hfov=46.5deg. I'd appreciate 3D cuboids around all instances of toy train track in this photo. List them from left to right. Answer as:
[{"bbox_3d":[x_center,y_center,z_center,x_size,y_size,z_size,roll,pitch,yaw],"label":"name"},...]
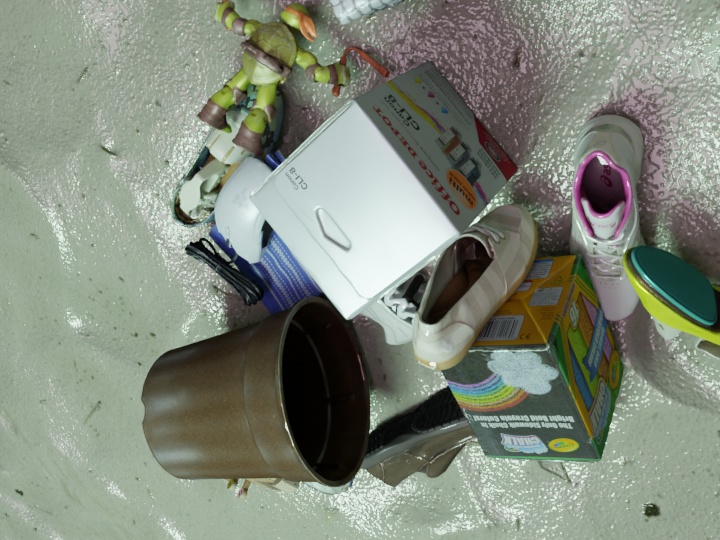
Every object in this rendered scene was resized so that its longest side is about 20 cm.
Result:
[{"bbox_3d":[-0.136,0.268,1.052,0.114,0.033,0.200,33,155,-23],"label":"toy train track"}]

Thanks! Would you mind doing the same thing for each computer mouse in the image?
[{"bbox_3d":[-0.134,-0.042,0.895,0.110,0.044,0.200,44,143,13],"label":"computer mouse"}]

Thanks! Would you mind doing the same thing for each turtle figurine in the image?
[{"bbox_3d":[-0.085,-0.198,0.833,0.199,0.064,0.162,32,102,5],"label":"turtle figurine"}]

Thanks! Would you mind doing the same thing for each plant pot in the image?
[{"bbox_3d":[-0.120,0.145,0.925,0.197,0.200,0.201,-12,107,24],"label":"plant pot"}]

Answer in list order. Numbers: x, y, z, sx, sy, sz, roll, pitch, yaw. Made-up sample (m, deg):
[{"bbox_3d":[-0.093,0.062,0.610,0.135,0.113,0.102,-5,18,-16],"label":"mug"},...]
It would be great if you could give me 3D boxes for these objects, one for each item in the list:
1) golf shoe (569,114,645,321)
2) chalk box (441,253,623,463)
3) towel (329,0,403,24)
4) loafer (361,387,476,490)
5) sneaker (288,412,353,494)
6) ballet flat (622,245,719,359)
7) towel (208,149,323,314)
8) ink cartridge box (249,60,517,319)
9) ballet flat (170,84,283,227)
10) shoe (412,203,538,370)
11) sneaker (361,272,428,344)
[{"bbox_3d":[0.222,-0.037,0.770,0.075,0.092,0.201,-1,113,25],"label":"golf shoe"},{"bbox_3d":[0.173,0.102,0.812,0.124,0.124,0.201,-5,129,34],"label":"chalk box"},{"bbox_3d":[0.025,-0.342,0.734,0.165,0.086,0.201,-20,101,29],"label":"towel"},{"bbox_3d":[0.084,0.192,0.954,0.200,0.073,0.071,-31,107,37],"label":"loafer"},{"bbox_3d":[-0.092,0.197,1.039,0.199,0.077,0.086,19,109,9],"label":"sneaker"},{"bbox_3d":[0.311,0.044,0.758,0.199,0.067,0.067,22,139,-9],"label":"ballet flat"},{"bbox_3d":[-0.091,-0.028,0.911,0.145,0.024,0.200,54,145,1],"label":"towel"},{"bbox_3d":[0.028,-0.080,0.775,0.144,0.200,0.145,-38,93,33],"label":"ink cartridge box"},{"bbox_3d":[-0.151,-0.120,0.921,0.074,0.074,0.200,39,122,5],"label":"ballet flat"},{"bbox_3d":[0.105,0.001,0.757,0.070,0.200,0.054,10,140,34],"label":"shoe"},{"bbox_3d":[0.000,0.000,0.905,0.200,0.075,0.081,48,132,0],"label":"sneaker"}]
